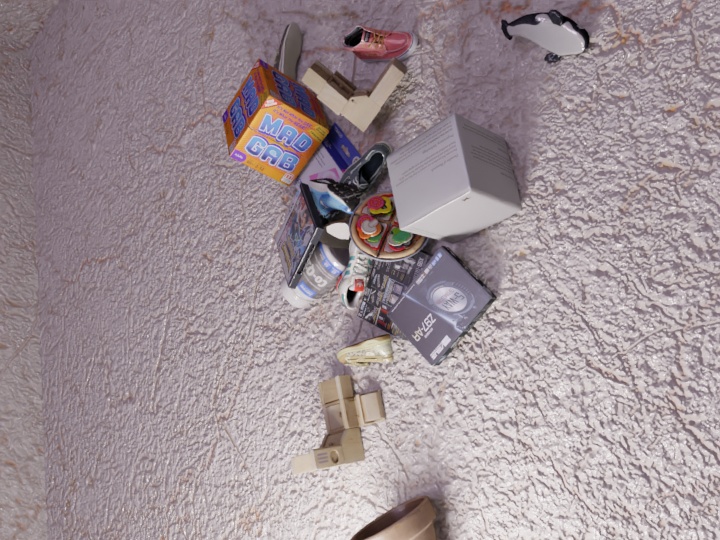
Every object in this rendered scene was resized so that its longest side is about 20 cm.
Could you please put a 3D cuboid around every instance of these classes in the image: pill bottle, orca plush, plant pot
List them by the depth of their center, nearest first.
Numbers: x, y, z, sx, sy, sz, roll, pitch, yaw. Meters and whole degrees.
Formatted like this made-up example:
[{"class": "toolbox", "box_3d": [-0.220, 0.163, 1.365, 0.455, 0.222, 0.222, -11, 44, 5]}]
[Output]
[{"class": "plant pot", "box_3d": [0.095, 0.593, 1.405, 0.199, 0.198, 0.178, -36, 77, 33]}, {"class": "orca plush", "box_3d": [0.391, -0.493, 1.408, 0.197, 0.071, 0.107, 15, 136, 48]}, {"class": "pill bottle", "box_3d": [-0.110, 0.003, 1.742, 0.199, 0.112, 0.116, -40, 58, 31]}]

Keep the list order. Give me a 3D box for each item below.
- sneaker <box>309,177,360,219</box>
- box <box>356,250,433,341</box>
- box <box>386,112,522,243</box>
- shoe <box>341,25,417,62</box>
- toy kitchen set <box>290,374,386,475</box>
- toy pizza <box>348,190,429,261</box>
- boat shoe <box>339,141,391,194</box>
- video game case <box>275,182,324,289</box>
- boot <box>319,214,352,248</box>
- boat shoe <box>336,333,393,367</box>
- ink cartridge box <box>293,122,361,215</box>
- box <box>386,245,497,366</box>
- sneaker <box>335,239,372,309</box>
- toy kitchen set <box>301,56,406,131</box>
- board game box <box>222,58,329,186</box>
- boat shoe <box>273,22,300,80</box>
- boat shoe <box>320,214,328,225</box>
[{"class": "sneaker", "box_3d": [-0.061, -0.169, 1.693, 0.199, 0.076, 0.093, 31, 125, 55]}, {"class": "box", "box_3d": [0.085, 0.040, 1.592, 0.156, 0.049, 0.206, 23, 98, 43]}, {"class": "box", "box_3d": [0.195, -0.183, 1.427, 0.198, 0.196, 0.176, -27, 65, 38]}, {"class": "shoe", "box_3d": [0.045, -0.571, 1.715, 0.197, 0.090, 0.074, 8, 88, 44]}, {"class": "toy kitchen set", "box_3d": [-0.057, 0.345, 1.581, 0.161, 0.178, 0.206, -24, 71, 36]}, {"class": "toy pizza", "box_3d": [0.069, -0.110, 1.565, 0.193, 0.032, 0.205, -2, 56, 4]}, {"class": "boat shoe", "box_3d": [0.001, -0.235, 1.697, 0.200, 0.072, 0.062, -46, 10, 25]}, {"class": "video game case", "box_3d": [-0.156, -0.089, 1.705, 0.183, 0.025, 0.202, -61, 31, 28]}, {"class": "boot", "box_3d": [-0.009, -0.109, 1.651, 0.194, 0.075, 0.076, -11, 38, 4]}, {"class": "boat shoe", "box_3d": [0.008, 0.200, 1.609, 0.199, 0.072, 0.064, -29, 77, 56]}, {"class": "ink cartridge box", "box_3d": [-0.091, -0.265, 1.824, 0.202, 0.043, 0.198, -54, 51, 24]}, {"class": "box", "box_3d": [0.172, 0.077, 1.470, 0.161, 0.043, 0.201, 47, 109, 23]}, {"class": "sneaker", "box_3d": [0.000, 0.000, 1.616, 0.094, 0.068, 0.204, -114, 40, -54]}, {"class": "toy kitchen set", "box_3d": [-0.010, -0.499, 1.714, 0.181, 0.198, 0.164, -49, 11, 27]}, {"class": "board game box", "box_3d": [-0.234, -0.397, 1.845, 0.201, 0.197, 0.202, -49, 39, 25]}, {"class": "boat shoe", "box_3d": [-0.219, -0.617, 1.989, 0.059, 0.071, 0.208, 10, 93, 38]}, {"class": "boat shoe", "box_3d": [-0.144, -0.104, 1.805, 0.197, 0.073, 0.068, -15, 81, 56]}]
